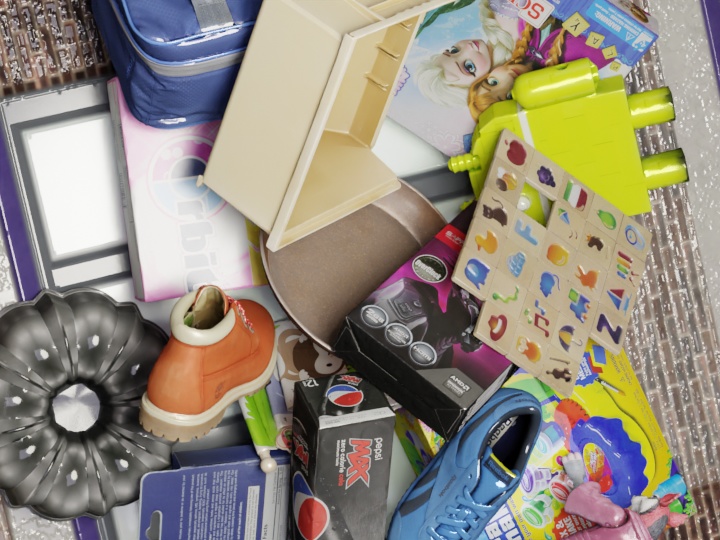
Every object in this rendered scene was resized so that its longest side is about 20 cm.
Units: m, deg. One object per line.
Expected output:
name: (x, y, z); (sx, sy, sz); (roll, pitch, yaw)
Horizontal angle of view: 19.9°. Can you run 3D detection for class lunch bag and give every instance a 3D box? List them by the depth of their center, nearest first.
lunch bag: (-0.142, -0.232, 1.655); (0.136, 0.132, 0.200); (-14, 59, -17)

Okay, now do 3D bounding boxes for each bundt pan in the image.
bundt pan: (-0.236, 0.114, 1.704); (0.201, 0.076, 0.203); (0, 91, -14)

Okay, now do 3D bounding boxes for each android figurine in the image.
android figurine: (0.177, -0.094, 1.759); (0.199, 0.041, 0.182); (-12, 120, 7)

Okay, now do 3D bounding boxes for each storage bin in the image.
storage bin: (-0.014, -0.146, 1.642); (0.094, 0.198, 0.200); (36, 125, 21)

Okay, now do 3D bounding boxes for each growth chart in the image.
growth chart: (-0.018, 0.079, 1.744); (0.200, 0.018, 0.145); (-24, 53, -9)

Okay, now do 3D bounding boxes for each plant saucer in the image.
plant saucer: (0.000, 0.000, 1.718); (0.200, 0.034, 0.201); (15, 56, -23)

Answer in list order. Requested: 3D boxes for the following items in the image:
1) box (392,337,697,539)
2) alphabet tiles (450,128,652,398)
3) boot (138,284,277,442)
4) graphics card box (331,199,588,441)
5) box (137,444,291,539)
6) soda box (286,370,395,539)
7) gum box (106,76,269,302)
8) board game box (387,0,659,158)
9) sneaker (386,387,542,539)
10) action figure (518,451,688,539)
box: (0.153, 0.160, 1.785); (0.192, 0.122, 0.200); (-28, 98, -11)
alphabet tiles: (0.157, 0.001, 1.686); (0.167, 0.008, 0.200); (34, 52, -18)
boot: (-0.112, 0.052, 1.671); (0.075, 0.200, 0.107); (17, 115, 11)
graphics card box: (0.083, 0.037, 1.676); (0.125, 0.051, 0.200); (39, 49, 12)
box: (-0.095, 0.205, 1.735); (0.199, 0.032, 0.121); (-4, 116, -22)
soda box: (-0.019, 0.181, 1.681); (0.071, 0.063, 0.200); (-9, 127, -18)
gum box: (-0.144, -0.080, 1.726); (0.113, 0.066, 0.201); (-8, 93, -14)
board game box: (0.116, -0.187, 1.755); (0.200, 0.041, 0.200); (32, 117, -13)
sneaker: (0.084, 0.184, 1.668); (0.066, 0.078, 0.200); (33, 87, -14)
action figure: (0.177, 0.235, 1.663); (0.200, 0.149, 0.134); (-33, 93, 3)
